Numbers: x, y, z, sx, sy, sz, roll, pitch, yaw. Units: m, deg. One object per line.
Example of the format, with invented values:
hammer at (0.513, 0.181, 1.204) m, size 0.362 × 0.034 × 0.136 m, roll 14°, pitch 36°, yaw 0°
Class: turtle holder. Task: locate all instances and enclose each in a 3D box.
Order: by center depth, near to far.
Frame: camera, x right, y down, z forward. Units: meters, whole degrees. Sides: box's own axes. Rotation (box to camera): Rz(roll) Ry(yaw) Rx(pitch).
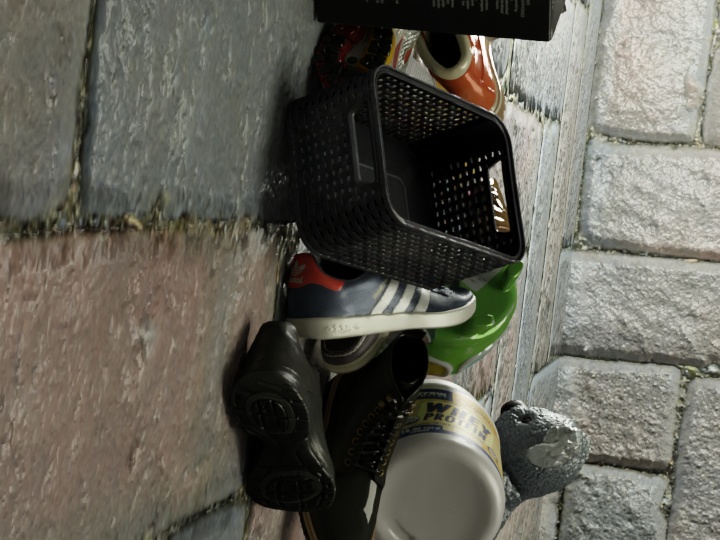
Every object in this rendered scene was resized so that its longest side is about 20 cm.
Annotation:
turtle holder at (0.083, 0.055, 1.861) m, size 0.132 × 0.141 × 0.186 m, roll 107°, pitch -4°, yaw -51°

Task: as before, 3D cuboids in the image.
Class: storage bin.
storage bin at (0.039, -0.072, 1.476) m, size 0.200 × 0.094 × 0.135 m, roll 16°, pitch 62°, yaw -50°

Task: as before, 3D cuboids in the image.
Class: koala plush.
koala plush at (0.171, 0.225, 2.080) m, size 0.177 × 0.200 × 0.184 m, roll 51°, pitch 21°, yaw -74°

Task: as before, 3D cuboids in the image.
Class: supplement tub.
supplement tub at (0.072, 0.201, 1.831) m, size 0.200 × 0.144 × 0.144 m, roll -84°, pitch 178°, yaw -73°

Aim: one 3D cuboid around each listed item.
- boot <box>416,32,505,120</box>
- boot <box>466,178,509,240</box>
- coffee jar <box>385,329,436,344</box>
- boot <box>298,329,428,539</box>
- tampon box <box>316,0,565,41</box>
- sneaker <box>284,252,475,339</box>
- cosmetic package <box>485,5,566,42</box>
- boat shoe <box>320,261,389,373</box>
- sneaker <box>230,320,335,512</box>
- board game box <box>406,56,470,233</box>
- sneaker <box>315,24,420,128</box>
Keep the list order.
boot at (0.086, -0.237, 1.779) m, size 0.107 × 0.075 × 0.200 m, roll 51°, pitch 17°, yaw -50°
boot at (0.114, -0.050, 1.743) m, size 0.200 × 0.074 × 0.075 m, roll -3°, pitch 83°, yaw -82°
coffee jar at (0.046, -0.034, 1.760) m, size 0.104 × 0.085 × 0.200 m, roll 62°, pitch 38°, yaw -68°
boot at (0.007, 0.157, 1.595) m, size 0.138 × 0.077 × 0.200 m, roll -43°, pitch -141°, yaw 53°
tampon box at (0.075, -0.286, 1.495) m, size 0.150 × 0.200 × 0.126 m, roll -67°, pitch 160°, yaw -52°
sneaker at (0.021, 0.010, 1.551) m, size 0.200 × 0.075 × 0.085 m, roll -5°, pitch 92°, yaw -42°
cosmetic package at (0.122, -0.337, 1.745) m, size 0.103 × 0.087 × 0.200 m, roll 36°, pitch 33°, yaw -75°
boat shoe at (0.000, 0.000, 1.634) m, size 0.065 × 0.072 × 0.200 m, roll 56°, pitch 44°, yaw -43°
sneaker at (-0.055, 0.121, 1.448) m, size 0.200 × 0.076 × 0.091 m, roll 87°, pitch 9°, yaw -48°
board game box at (0.046, -0.100, 1.651) m, size 0.135 × 0.035 × 0.200 m, roll 42°, pitch 42°, yaw -25°
sneaker at (0.012, -0.203, 1.573) m, size 0.082 × 0.078 × 0.200 m, roll 88°, pitch 24°, yaw -49°
